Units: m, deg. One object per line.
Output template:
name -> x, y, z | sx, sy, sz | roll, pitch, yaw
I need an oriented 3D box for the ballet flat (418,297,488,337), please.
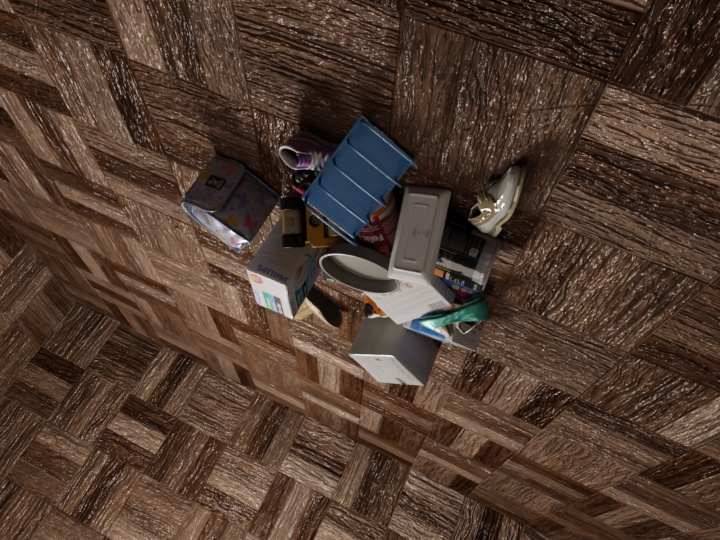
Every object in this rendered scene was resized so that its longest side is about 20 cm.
ballet flat -> 0.229, 0.126, 1.383 | 0.198, 0.067, 0.071 | -23, 80, 37

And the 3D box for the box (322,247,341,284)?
box -> 0.000, 0.000, 1.468 | 0.197, 0.048, 0.193 | 12, 164, -2

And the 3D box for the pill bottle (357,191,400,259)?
pill bottle -> 0.042, -0.104, 1.266 | 0.113, 0.115, 0.201 | 9, 146, 32

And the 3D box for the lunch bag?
lunch bag -> -0.334, -0.176, 1.436 | 0.199, 0.171, 0.127 | 38, 152, -16

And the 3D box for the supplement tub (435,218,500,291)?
supplement tub -> 0.193, -0.044, 1.218 | 0.198, 0.123, 0.123 | 22, 151, 13

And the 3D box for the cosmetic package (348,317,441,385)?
cosmetic package -> 0.107, 0.230, 1.695 | 0.198, 0.166, 0.165 | -7, 137, 48

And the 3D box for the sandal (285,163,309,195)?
sandal -> -0.116, -0.180, 1.263 | 0.201, 0.045, 0.075 | 51, -158, 18

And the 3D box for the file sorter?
file sorter -> -0.003, -0.169, 1.081 | 0.138, 0.201, 0.123 | 36, -169, -13

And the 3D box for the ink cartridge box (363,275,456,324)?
ink cartridge box -> 0.110, 0.049, 1.413 | 0.173, 0.044, 0.199 | 43, 139, -21

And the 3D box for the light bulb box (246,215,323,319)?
light bulb box -> -0.200, -0.010, 1.551 | 0.123, 0.202, 0.199 | 22, 152, 12

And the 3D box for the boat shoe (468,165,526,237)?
boat shoe -> 0.256, -0.132, 1.069 | 0.067, 0.076, 0.201 | 20, 152, 5

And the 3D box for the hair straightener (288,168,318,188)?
hair straightener -> -0.105, -0.194, 1.211 | 0.076, 0.200, 0.041 | 22, 109, 17

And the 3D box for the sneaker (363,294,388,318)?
sneaker -> 0.075, 0.105, 1.615 | 0.091, 0.077, 0.199 | 6, 180, -22

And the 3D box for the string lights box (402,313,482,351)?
string lights box -> 0.219, 0.157, 1.519 | 0.102, 0.060, 0.199 | 25, 172, -34

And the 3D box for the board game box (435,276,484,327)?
board game box -> 0.217, 0.053, 1.439 | 0.197, 0.041, 0.201 | 18, 150, 21

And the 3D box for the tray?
tray -> 0.118, -0.077, 1.169 | 0.106, 0.203, 0.022 | 11, 177, 29

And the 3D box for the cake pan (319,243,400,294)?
cake pan -> 0.002, -0.004, 1.308 | 0.197, 0.037, 0.201 | 17, 159, 7

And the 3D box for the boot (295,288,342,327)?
boot -> -0.165, 0.138, 1.910 | 0.176, 0.066, 0.199 | 49, 148, -9

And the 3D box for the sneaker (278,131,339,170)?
sneaker -> -0.077, -0.224, 1.169 | 0.198, 0.114, 0.074 | 19, 121, 16

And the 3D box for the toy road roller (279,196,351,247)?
toy road roller -> -0.099, -0.121, 1.365 | 0.197, 0.125, 0.146 | -2, -176, 13
